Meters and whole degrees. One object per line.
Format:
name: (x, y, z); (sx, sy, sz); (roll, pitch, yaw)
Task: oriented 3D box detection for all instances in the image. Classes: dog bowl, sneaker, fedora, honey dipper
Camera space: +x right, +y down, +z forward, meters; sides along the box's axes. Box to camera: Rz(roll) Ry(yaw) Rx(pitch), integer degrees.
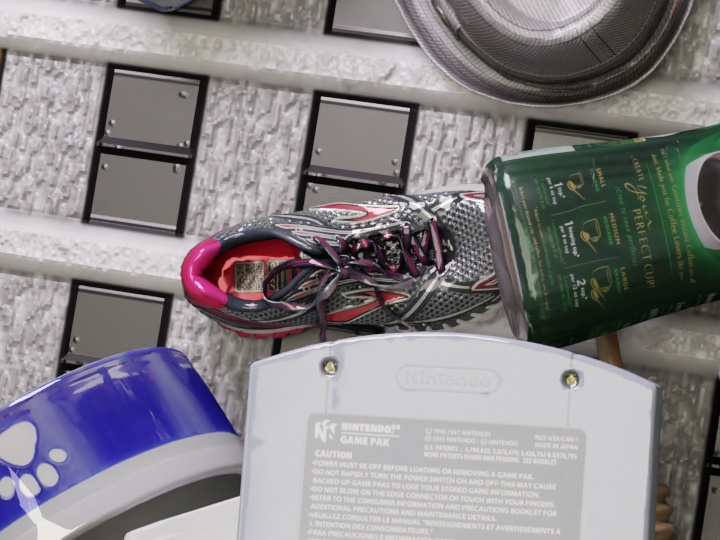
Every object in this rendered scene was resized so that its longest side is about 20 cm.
dog bowl: (-0.157, 0.127, 1.513); (0.200, 0.200, 0.079); (-34, 75, 8)
sneaker: (0.000, 0.000, 1.551); (0.199, 0.075, 0.081); (-11, 81, 12)
fedora: (0.091, -0.187, 1.538); (0.176, 0.090, 0.201); (-23, 79, 10)
honey dipper: (0.137, 0.066, 1.534); (0.038, 0.038, 0.201); (-13, 77, 12)

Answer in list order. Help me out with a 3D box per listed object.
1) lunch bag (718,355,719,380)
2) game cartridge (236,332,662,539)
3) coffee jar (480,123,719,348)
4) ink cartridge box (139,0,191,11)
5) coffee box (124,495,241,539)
lunch bag: (0.268, 0.051, 1.415); (0.163, 0.200, 0.118); (-27, 78, 9)
game cartridge: (0.042, 0.097, 1.351); (0.199, 0.042, 0.134); (3, 79, 13)
coffee jar: (0.168, -0.026, 1.485); (0.199, 0.085, 0.105); (-11, 82, -4)
ink cartridge box: (-0.100, -0.267, 1.601); (0.136, 0.076, 0.201); (-25, 81, 10)
coffee box: (0.024, 0.202, 1.462); (0.199, 0.198, 0.201); (-20, 79, 9)
